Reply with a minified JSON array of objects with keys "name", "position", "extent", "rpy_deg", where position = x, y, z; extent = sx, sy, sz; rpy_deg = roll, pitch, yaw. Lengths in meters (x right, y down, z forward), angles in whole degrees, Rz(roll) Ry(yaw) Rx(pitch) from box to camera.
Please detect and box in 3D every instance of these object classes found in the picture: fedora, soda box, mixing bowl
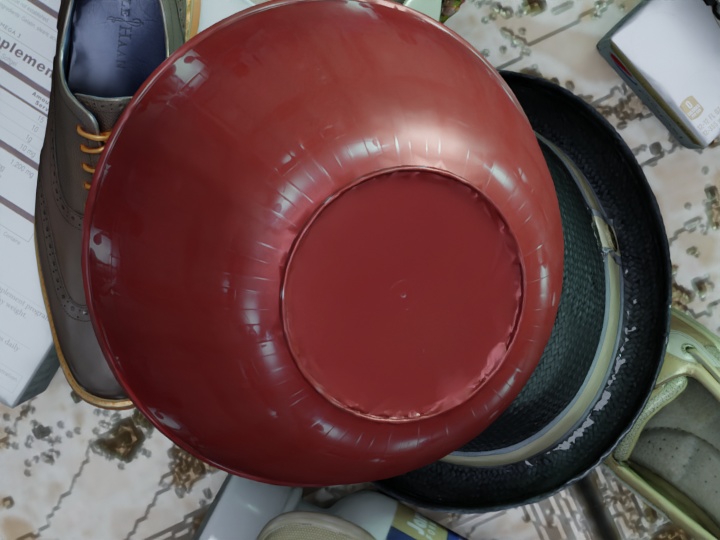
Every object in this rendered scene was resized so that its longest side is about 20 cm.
[{"name":"fedora","position":[0.040,0.001,1.123],"extent":[0.199,0.092,0.202],"rpy_deg":[-4,77,17]},{"name":"soda box","position":[0.202,-0.144,1.161],"extent":[0.200,0.064,0.068],"rpy_deg":[-42,92,2]},{"name":"mixing bowl","position":[0.000,0.000,0.987],"extent":[0.199,0.108,0.202],"rpy_deg":[-4,102,-16]}]

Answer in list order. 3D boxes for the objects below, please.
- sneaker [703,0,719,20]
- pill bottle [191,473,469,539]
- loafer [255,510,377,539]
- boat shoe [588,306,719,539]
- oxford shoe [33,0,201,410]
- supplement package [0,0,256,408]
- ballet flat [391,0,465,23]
[{"name":"sneaker","position":[0.178,-0.147,1.093],"extent":[0.093,0.070,0.200],"rpy_deg":[-40,89,7]},{"name":"pill bottle","position":[0.013,0.168,1.146],"extent":[0.199,0.120,0.120],"rpy_deg":[29,92,-2]},{"name":"loafer","position":[-0.020,0.196,1.060],"extent":[0.075,0.068,0.201],"rpy_deg":[5,113,10]},{"name":"boat shoe","position":[0.147,0.078,1.142],"extent":[0.073,0.063,0.201],"rpy_deg":[-48,70,17]},{"name":"oxford shoe","position":[-0.103,-0.044,1.042],"extent":[0.071,0.073,0.201],"rpy_deg":[0,89,5]},{"name":"supplement package","position":[-0.138,-0.056,1.137],"extent":[0.109,0.114,0.201],"rpy_deg":[32,92,-1]},{"name":"ballet flat","position":[-0.018,-0.073,1.089],"extent":[0.075,0.064,0.201],"rpy_deg":[29,93,-45]}]
